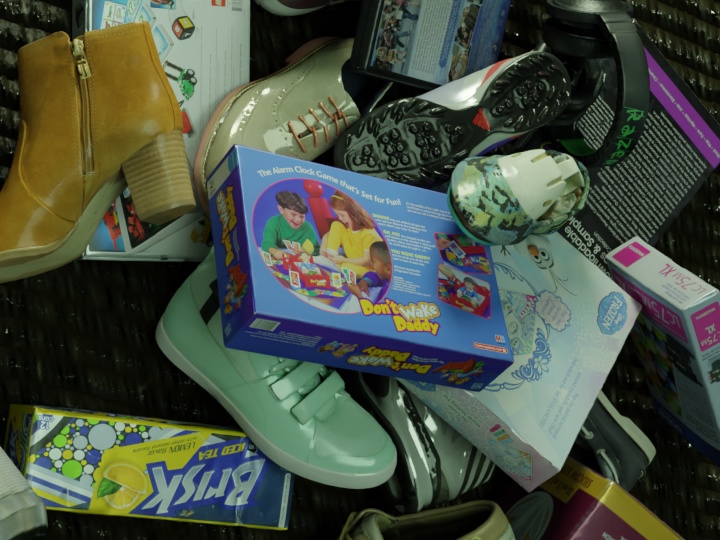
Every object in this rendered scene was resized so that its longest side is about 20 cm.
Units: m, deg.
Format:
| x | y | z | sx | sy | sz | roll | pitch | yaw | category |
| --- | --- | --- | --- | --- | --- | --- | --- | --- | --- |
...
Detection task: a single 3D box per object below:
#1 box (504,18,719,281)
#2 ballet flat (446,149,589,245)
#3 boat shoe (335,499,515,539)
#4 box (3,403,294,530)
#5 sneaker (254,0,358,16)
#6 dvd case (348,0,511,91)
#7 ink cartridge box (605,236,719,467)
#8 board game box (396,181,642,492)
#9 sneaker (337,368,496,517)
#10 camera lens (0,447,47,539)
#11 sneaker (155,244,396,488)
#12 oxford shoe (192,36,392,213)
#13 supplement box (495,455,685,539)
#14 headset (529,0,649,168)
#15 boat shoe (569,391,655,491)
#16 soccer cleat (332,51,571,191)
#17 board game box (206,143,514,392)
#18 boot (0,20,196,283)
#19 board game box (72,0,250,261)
| x | y | z | sx | sy | sz | roll | pitch | yaw | category |
| --- | --- | --- | --- | --- | --- | --- | --- | --- | --- |
| 0.201 | -0.084 | 1.419 | 0.143 | 0.036 | 0.200 | 47 | 70 | -19 | box |
| 0.119 | -0.060 | 1.237 | 0.200 | 0.074 | 0.074 | -19 | 102 | -70 | ballet flat |
| 0.015 | 0.206 | 1.267 | 0.200 | 0.074 | 0.066 | -12 | 117 | 4 | boat shoe |
| -0.148 | 0.139 | 1.226 | 0.200 | 0.064 | 0.070 | 9 | 86 | -26 | box |
| 0.020 | -0.247 | 1.272 | 0.200 | 0.116 | 0.076 | -22 | 79 | -25 | sneaker |
| 0.060 | -0.203 | 1.286 | 0.200 | 0.018 | 0.143 | 3 | 101 | -61 | dvd case |
| 0.263 | 0.081 | 1.386 | 0.042 | 0.119 | 0.200 | -30 | 120 | -9 | ink cartridge box |
| 0.095 | 0.029 | 1.287 | 0.199 | 0.043 | 0.200 | 40 | 44 | -4 | board game box |
| 0.051 | 0.075 | 1.321 | 0.115 | 0.076 | 0.201 | -15 | 92 | -29 | sneaker |
| -0.302 | 0.134 | 1.065 | 0.160 | 0.160 | 0.200 | -36 | 82 | -22 | camera lens |
| -0.044 | 0.063 | 1.208 | 0.200 | 0.118 | 0.074 | 37 | 41 | 5 | sneaker |
| -0.044 | -0.110 | 1.243 | 0.200 | 0.074 | 0.071 | -51 | 125 | -35 | oxford shoe |
| 0.137 | 0.247 | 1.317 | 0.103 | 0.131 | 0.200 | 39 | 85 | -20 | supplement box |
| 0.175 | -0.170 | 1.342 | 0.094 | 0.124 | 0.200 | -6 | 53 | -24 | headset |
| 0.155 | 0.115 | 1.376 | 0.200 | 0.073 | 0.063 | 41 | 70 | -26 | boat shoe |
| 0.060 | -0.103 | 1.274 | 0.200 | 0.073 | 0.068 | -26 | 96 | -25 | soccer cleat |
| 0.000 | 0.000 | 1.175 | 0.200 | 0.045 | 0.135 | 12 | 52 | -29 | board game box |
| -0.215 | -0.080 | 1.177 | 0.201 | 0.071 | 0.144 | -20 | 80 | 6 | boot |
| -0.142 | -0.106 | 1.243 | 0.126 | 0.035 | 0.200 | 1 | 90 | -28 | board game box |
